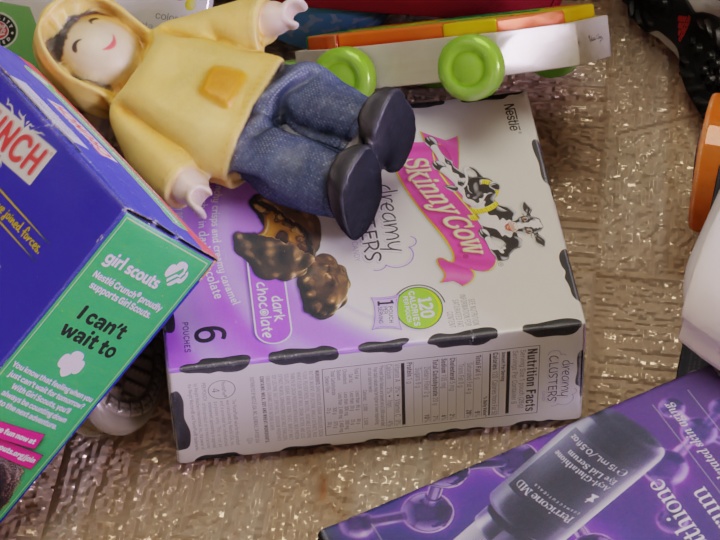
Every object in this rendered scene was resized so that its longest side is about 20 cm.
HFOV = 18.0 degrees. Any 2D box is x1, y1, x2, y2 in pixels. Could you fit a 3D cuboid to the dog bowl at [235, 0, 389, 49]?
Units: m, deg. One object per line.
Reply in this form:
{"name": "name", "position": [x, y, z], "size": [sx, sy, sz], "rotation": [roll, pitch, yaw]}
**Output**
{"name": "dog bowl", "position": [-0.019, -0.205, 1.316], "size": [0.111, 0.050, 0.201], "rotation": [17, 46, -7]}

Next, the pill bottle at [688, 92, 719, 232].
{"name": "pill bottle", "position": [0.265, -0.038, 1.123], "size": [0.199, 0.107, 0.107], "rotation": [10, 48, 13]}

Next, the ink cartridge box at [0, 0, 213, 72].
{"name": "ink cartridge box", "position": [-0.146, -0.190, 1.193], "size": [0.144, 0.201, 0.087], "rotation": [9, 5, -15]}

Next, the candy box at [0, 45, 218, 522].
{"name": "candy box", "position": [-0.190, 0.011, 1.051], "size": [0.200, 0.077, 0.169], "rotation": [-51, 55, 8]}

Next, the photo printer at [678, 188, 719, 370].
{"name": "photo printer", "position": [0.238, -0.017, 0.994], "size": [0.166, 0.070, 0.201], "rotation": [19, 58, 17]}

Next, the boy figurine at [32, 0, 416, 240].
{"name": "boy figurine", "position": [-0.071, -0.088, 1.109], "size": [0.199, 0.065, 0.125], "rotation": [24, 72, 21]}

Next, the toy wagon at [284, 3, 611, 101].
{"name": "toy wagon", "position": [0.026, -0.110, 1.190], "size": [0.199, 0.040, 0.155], "rotation": [-3, 8, 22]}

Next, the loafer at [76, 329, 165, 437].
{"name": "loafer", "position": [-0.157, 0.005, 1.128], "size": [0.068, 0.076, 0.201], "rotation": [-38, 56, 24]}

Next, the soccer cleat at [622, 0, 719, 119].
{"name": "soccer cleat", "position": [0.202, -0.146, 1.266], "size": [0.073, 0.068, 0.201], "rotation": [3, 40, -24]}

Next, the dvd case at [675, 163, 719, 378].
{"name": "dvd case", "position": [0.250, 0.041, 1.049], "size": [0.199, 0.025, 0.151], "rotation": [12, 84, 12]}

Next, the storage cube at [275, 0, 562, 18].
{"name": "storage cube", "position": [0.033, -0.257, 1.226], "size": [0.179, 0.171, 0.201], "rotation": [2, 54, -22]}

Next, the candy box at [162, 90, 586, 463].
{"name": "candy box", "position": [0.000, 0.000, 1.121], "size": [0.199, 0.072, 0.168], "rotation": [-7, 46, -4]}

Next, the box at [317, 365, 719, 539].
{"name": "box", "position": [0.100, 0.154, 0.949], "size": [0.199, 0.105, 0.148], "rotation": [-22, 50, -18]}
